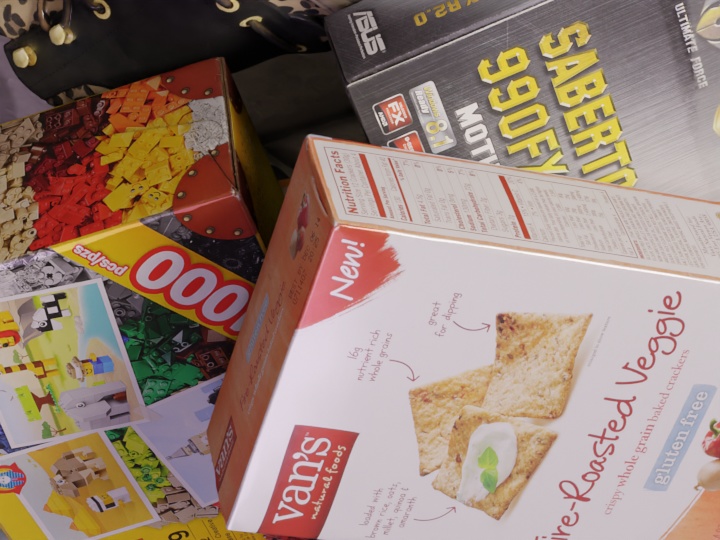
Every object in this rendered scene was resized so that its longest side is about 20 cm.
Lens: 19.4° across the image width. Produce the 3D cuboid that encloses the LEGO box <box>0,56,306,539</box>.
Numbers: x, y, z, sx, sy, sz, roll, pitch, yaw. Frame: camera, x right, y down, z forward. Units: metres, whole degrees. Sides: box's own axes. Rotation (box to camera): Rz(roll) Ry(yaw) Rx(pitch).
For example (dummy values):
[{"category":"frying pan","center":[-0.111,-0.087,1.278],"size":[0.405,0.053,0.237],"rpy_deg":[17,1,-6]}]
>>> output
[{"category":"LEGO box","center":[-0.089,0.031,0.821],"size":[0.148,0.078,0.201],"rpy_deg":[-17,136,6]}]

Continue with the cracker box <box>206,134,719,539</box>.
[{"category":"cracker box","center":[0.057,0.036,0.750],"size":[0.198,0.058,0.135],"rpy_deg":[8,124,-18]}]

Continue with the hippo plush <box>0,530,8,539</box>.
[{"category":"hippo plush","center":[-0.175,0.166,1.266],"size":[0.158,0.202,0.161],"rpy_deg":[-4,154,-29]}]

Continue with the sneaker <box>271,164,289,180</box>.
[{"category":"sneaker","center":[-0.121,-0.025,0.998],"size":[0.198,0.072,0.083],"rpy_deg":[-5,-168,6]}]

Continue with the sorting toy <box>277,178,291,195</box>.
[{"category":"sorting toy","center":[0.000,0.000,0.947],"size":[0.198,0.037,0.186],"rpy_deg":[-16,154,-13]}]

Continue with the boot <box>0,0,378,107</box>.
[{"category":"boot","center":[-0.084,-0.120,0.760],"size":[0.150,0.074,0.199],"rpy_deg":[-17,152,37]}]

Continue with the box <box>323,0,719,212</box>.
[{"category":"box","center":[0.093,-0.034,0.774],"size":[0.157,0.049,0.201],"rpy_deg":[-21,129,3]}]
